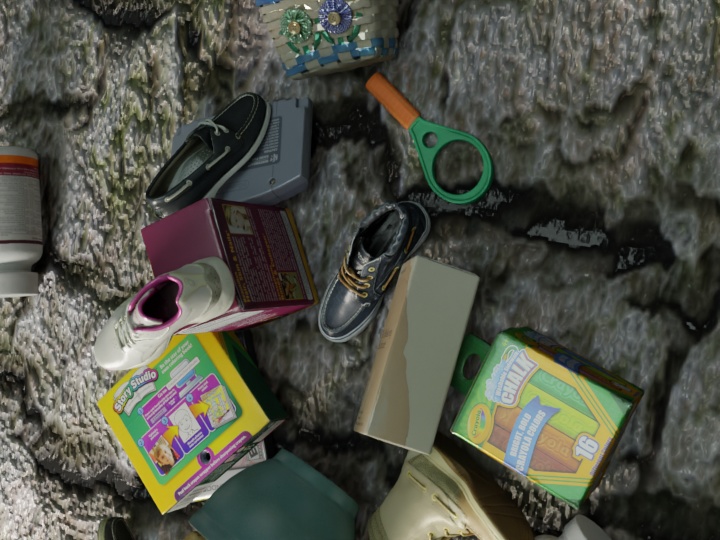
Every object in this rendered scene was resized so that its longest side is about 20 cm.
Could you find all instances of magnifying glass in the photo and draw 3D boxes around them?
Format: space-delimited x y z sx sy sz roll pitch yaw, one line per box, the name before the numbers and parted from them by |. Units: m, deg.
magnifying glass | 0.079 -0.160 1.126 0.200 0.022 0.080 47 107 14

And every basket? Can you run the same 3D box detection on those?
basket | -0.036 -0.336 1.109 0.174 0.139 0.203 -9 96 23

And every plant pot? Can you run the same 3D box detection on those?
plant pot | -0.083 0.298 1.114 0.199 0.201 0.135 32 74 20

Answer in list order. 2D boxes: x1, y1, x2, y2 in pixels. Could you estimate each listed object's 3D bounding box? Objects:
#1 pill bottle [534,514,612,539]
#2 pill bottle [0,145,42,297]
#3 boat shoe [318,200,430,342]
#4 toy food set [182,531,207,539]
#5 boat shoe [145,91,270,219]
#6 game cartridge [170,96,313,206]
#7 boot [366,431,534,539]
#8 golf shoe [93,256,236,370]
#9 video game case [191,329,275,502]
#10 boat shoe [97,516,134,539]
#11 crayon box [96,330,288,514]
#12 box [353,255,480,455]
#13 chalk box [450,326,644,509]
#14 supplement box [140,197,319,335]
pill bottle | 0.193 0.361 1.026 0.104 0.104 0.201 45 106 17
pill bottle | -0.500 -0.065 1.322 0.108 0.109 0.204 -4 88 23
boat shoe | 0.000 0.000 1.118 0.071 0.091 0.201 39 104 18
toy food set | -0.134 0.389 1.129 0.199 0.198 0.049 37 74 11
boat shoe | -0.182 -0.143 1.143 0.075 0.060 0.202 17 69 37
game cartridge | -0.151 -0.137 1.192 0.197 0.040 0.135 -8 63 23
boot | 0.094 0.296 1.064 0.200 0.072 0.157 42 108 42
golf shoe | -0.225 0.047 1.000 0.199 0.091 0.076 -34 78 25
video game case | -0.204 0.195 1.239 0.178 0.025 0.203 -15 84 23
boat shoe | -0.285 0.417 1.253 0.065 0.072 0.204 -23 81 11
crayon box | -0.215 0.175 1.200 0.200 0.058 0.174 -41 73 17
box | 0.062 0.094 1.055 0.077 0.095 0.203 18 80 -6
chalk box | 0.183 0.140 1.021 0.198 0.124 0.126 28 100 20
supplement box | -0.148 -0.002 1.123 0.102 0.199 0.133 -20 81 21
